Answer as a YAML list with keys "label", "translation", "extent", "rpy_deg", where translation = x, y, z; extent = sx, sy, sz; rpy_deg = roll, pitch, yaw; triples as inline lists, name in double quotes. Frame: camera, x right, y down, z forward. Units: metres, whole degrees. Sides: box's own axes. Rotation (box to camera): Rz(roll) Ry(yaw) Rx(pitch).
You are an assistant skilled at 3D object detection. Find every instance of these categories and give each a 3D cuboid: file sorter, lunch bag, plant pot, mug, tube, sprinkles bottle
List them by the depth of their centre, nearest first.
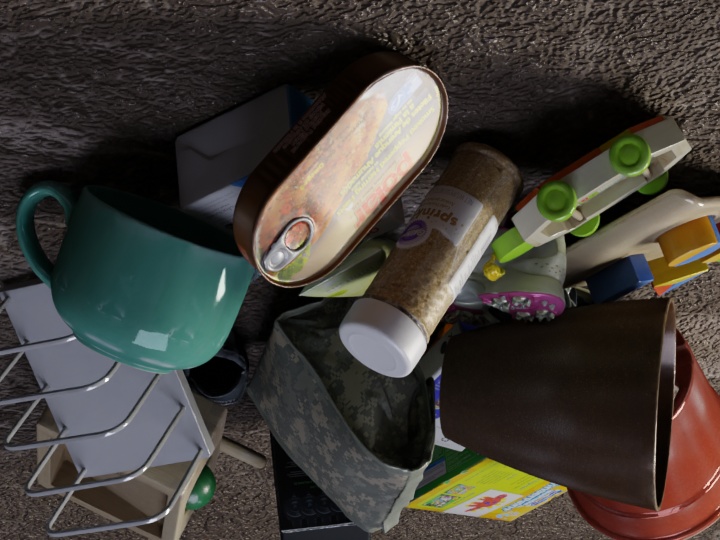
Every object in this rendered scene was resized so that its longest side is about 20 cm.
- label: "sprinkles bottle"
  translation: [0.059, -0.010, 1.507]
  extent: [0.068, 0.201, 0.068]
  rpy_deg: [26, 153, 15]
- label: "mug"
  translation: [-0.182, 0.007, 1.511]
  extent: [0.184, 0.115, 0.151]
  rpy_deg: [28, -171, 39]
- label: "tube"
  translation: [0.000, 0.000, 1.584]
  extent: [0.051, 0.059, 0.200]
  rpy_deg: [21, -176, 9]
- label: "file sorter"
  translation: [-0.240, 0.117, 1.639]
  extent: [0.137, 0.125, 0.202]
  rpy_deg: [-10, 115, 21]
- label: "plant pot"
  translation: [0.176, 0.113, 1.679]
  extent: [0.198, 0.189, 0.187]
  rpy_deg: [3, 157, 14]
- label: "lunch bag"
  translation: [-0.004, 0.135, 1.762]
  extent: [0.117, 0.201, 0.164]
  rpy_deg: [-26, 162, -25]
- label: "plant pot"
  translation: [0.285, 0.150, 1.923]
  extent: [0.199, 0.203, 0.196]
  rpy_deg: [-14, 145, 12]

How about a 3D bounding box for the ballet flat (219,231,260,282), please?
- label: "ballet flat"
  translation: [-0.138, 0.013, 1.655]
  extent: [0.074, 0.075, 0.200]
  rpy_deg: [11, 152, -33]

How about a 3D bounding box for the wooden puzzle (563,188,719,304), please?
- label: "wooden puzzle"
  translation: [0.281, -0.016, 1.687]
  extent: [0.199, 0.047, 0.185]
  rpy_deg: [0, 156, -47]

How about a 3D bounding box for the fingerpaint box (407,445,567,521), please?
- label: "fingerpaint box"
  translation: [0.165, 0.211, 2.124]
  extent: [0.165, 0.074, 0.200]
  rpy_deg: [12, 148, -33]

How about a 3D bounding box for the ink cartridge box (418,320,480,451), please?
- label: "ink cartridge box"
  translation: [0.107, 0.106, 1.822]
  extent: [0.099, 0.040, 0.200]
  rpy_deg: [18, 141, -23]

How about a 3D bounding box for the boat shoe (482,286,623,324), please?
- label: "boat shoe"
  translation: [0.187, 0.035, 1.765]
  extent: [0.199, 0.076, 0.062]
  rpy_deg: [24, 138, -31]

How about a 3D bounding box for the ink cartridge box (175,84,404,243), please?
- label: "ink cartridge box"
  translation: [-0.043, -0.065, 1.515]
  extent: [0.115, 0.067, 0.199]
  rpy_deg: [-23, 150, 27]

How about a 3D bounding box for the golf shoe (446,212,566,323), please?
- label: "golf shoe"
  translation: [0.104, -0.005, 1.679]
  extent: [0.198, 0.093, 0.075]
  rpy_deg: [2, 163, 38]

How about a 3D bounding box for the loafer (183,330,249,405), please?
- label: "loafer"
  translation: [-0.143, 0.092, 1.800]
  extent: [0.067, 0.071, 0.201]
  rpy_deg: [-9, 154, -1]

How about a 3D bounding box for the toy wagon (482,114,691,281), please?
- label: "toy wagon"
  translation: [0.180, -0.059, 1.540]
  extent: [0.199, 0.040, 0.155]
  rpy_deg: [-32, 169, 11]

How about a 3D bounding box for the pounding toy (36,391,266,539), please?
- label: "pounding toy"
  translation: [-0.201, 0.172, 1.854]
  extent: [0.198, 0.143, 0.185]
  rpy_deg: [25, 152, 4]

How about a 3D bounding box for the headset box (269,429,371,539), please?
- label: "headset box"
  translation: [-0.043, 0.209, 1.917]
  extent: [0.092, 0.202, 0.175]
  rpy_deg: [-6, 153, -3]

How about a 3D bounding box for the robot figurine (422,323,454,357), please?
- label: "robot figurine"
  translation: [0.081, 0.125, 1.944]
  extent: [0.144, 0.059, 0.200]
  rpy_deg: [8, 149, -27]

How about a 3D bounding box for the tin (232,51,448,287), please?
- label: "tin"
  translation: [-0.015, -0.077, 1.412]
  extent: [0.200, 0.042, 0.112]
  rpy_deg: [-48, 137, -5]
